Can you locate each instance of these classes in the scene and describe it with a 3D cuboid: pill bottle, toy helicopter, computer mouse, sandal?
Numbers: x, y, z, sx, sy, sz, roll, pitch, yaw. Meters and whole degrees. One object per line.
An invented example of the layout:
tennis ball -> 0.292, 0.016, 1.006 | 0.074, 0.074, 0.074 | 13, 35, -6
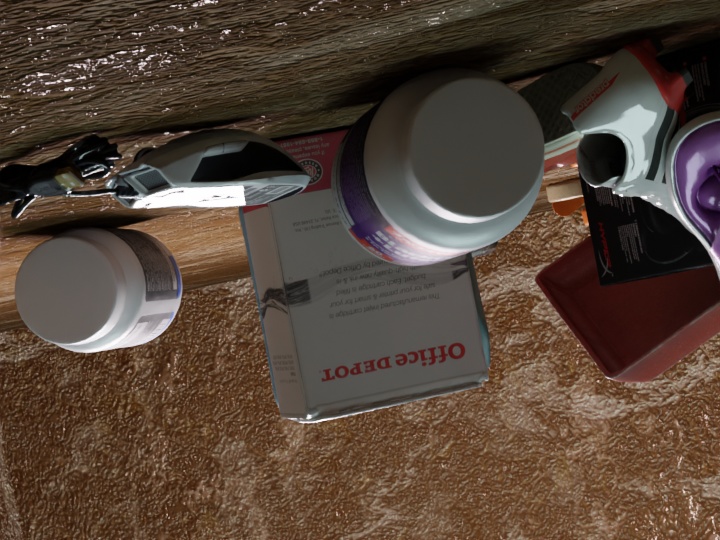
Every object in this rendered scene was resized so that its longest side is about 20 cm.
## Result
pill bottle -> -0.241, 0.017, 2.001 | 0.113, 0.114, 0.200 | -12, 178, 10
toy helicopter -> 0.284, -0.100, 2.289 | 0.199, 0.079, 0.132 | -15, 180, -24
pill bottle -> 0.050, -0.064, 1.347 | 0.111, 0.112, 0.200 | -11, 178, -10
computer mouse -> -0.123, -0.065, 1.375 | 0.199, 0.044, 0.109 | -3, 169, -37
sandal -> 0.257, -0.022, 1.398 | 0.082, 0.203, 0.050 | -29, -140, 3

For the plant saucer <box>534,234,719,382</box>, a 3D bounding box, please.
plant saucer -> 0.244, -0.004, 1.631 | 0.200, 0.037, 0.200 | -36, -155, 3

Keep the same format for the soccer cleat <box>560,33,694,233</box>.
soccer cleat -> 0.183, -0.073, 1.411 | 0.085, 0.069, 0.200 | -34, 147, 0

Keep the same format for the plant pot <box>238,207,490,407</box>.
plant pot -> 0.008, -0.005, 1.846 | 0.195, 0.197, 0.200 | -11, 170, -5

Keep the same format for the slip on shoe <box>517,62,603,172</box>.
slip on shoe -> 0.105, -0.088, 1.491 | 0.199, 0.074, 0.061 | -19, 157, 40

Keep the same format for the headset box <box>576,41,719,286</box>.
headset box -> 0.251, -0.080, 1.520 | 0.199, 0.150, 0.077 | -14, 177, 41

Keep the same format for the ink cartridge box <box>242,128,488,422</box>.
ink cartridge box -> 0.000, 0.000, 1.592 | 0.145, 0.201, 0.085 | -10, 178, -17

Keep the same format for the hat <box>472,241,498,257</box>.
hat -> 0.114, -0.051, 2.610 | 0.199, 0.081, 0.201 | -11, 177, -1
